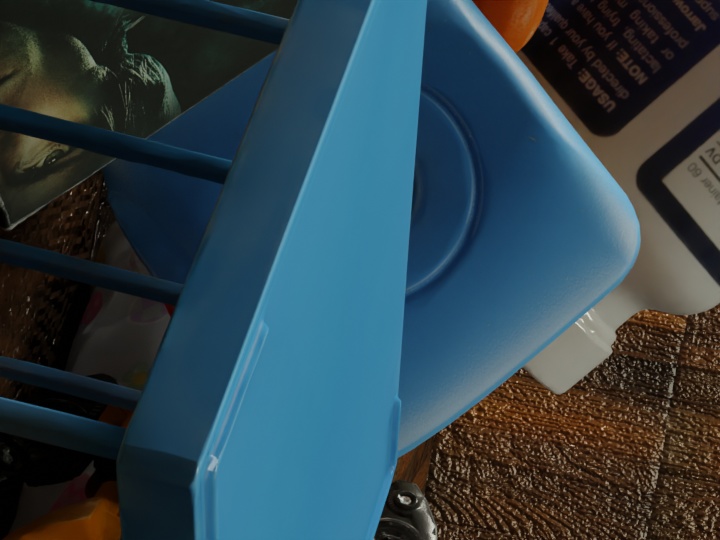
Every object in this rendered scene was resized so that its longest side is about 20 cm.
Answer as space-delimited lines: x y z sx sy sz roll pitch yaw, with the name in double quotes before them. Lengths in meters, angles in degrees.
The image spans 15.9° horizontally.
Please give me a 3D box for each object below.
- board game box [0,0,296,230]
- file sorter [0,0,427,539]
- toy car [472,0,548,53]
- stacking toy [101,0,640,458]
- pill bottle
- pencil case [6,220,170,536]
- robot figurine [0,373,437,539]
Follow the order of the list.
"board game box" -0.016 -0.107 0.563 0.199 0.028 0.136 -36 150 -17
"file sorter" -0.064 0.023 0.489 0.201 0.122 0.139 94 12 -53
"toy car" 0.010 -0.151 0.727 0.201 0.150 0.175 58 -8 -20
"stacking toy" 0.000 0.000 0.727 0.110 0.116 0.200 -37 170 -7
"pill bottle" 0.107 -0.059 0.820 0.200 0.116 0.116 -40 177 6
"pencil case" -0.065 0.070 0.783 0.083 0.090 0.201 58 32 -38
"robot figurine" -0.061 0.102 0.644 0.200 0.144 0.059 -56 161 -52
